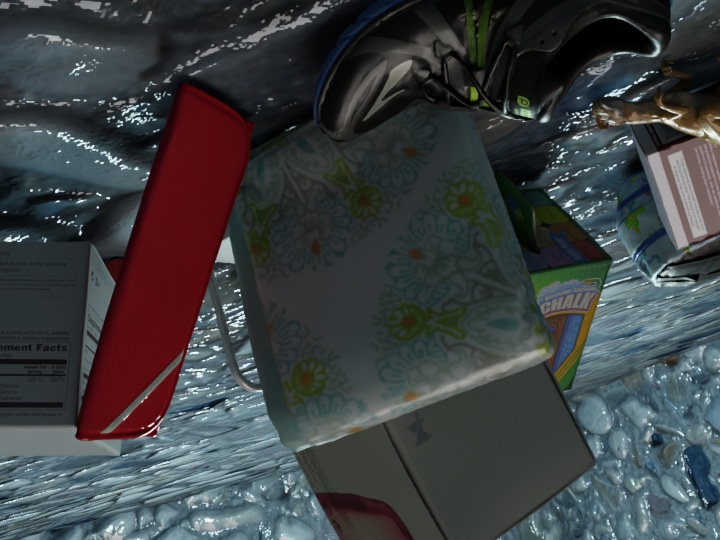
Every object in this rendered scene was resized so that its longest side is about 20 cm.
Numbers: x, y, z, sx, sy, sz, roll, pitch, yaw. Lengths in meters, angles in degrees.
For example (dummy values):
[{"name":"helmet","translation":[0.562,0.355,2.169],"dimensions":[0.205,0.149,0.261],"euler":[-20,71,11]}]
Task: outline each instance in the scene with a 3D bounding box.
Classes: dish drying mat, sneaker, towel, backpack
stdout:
[{"name":"dish drying mat","translation":[-0.109,0.000,0.515],"dimensions":[0.018,0.200,0.077],"euler":[17,178,26]},{"name":"sneaker","translation":[0.068,-0.113,0.475],"dimensions":[0.199,0.083,0.071],"euler":[-19,164,8]},{"name":"towel","translation":[0.005,-0.011,0.544],"dimensions":[0.171,0.200,0.048],"euler":[-25,157,22]},{"name":"backpack","translation":[0.349,-0.061,0.867],"dimensions":[0.200,0.154,0.163],"euler":[-41,164,4]}]

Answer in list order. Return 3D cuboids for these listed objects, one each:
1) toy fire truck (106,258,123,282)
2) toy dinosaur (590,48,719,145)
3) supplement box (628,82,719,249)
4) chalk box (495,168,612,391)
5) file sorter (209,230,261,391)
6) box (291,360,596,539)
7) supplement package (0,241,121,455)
[{"name":"toy fire truck","translation":[-0.270,0.044,0.717],"dimensions":[0.200,0.049,0.141],"euler":[-4,159,-36]},{"name":"toy dinosaur","translation":[0.273,-0.111,0.662],"dimensions":[0.200,0.060,0.106],"euler":[20,136,5]},{"name":"supplement box","translation":[0.331,-0.106,0.722],"dimensions":[0.200,0.061,0.109],"euler":[-21,126,15]},{"name":"chalk box","translation":[0.129,0.007,0.800],"dimensions":[0.124,0.125,0.200],"euler":[-9,130,-20]},{"name":"file sorter","translation":[0.000,0.000,0.686],"dimensions":[0.200,0.125,0.139],"euler":[-27,163,30]},{"name":"box","translation":[0.047,0.125,0.652],"dimensions":[0.128,0.109,0.200],"euler":[-27,180,-25]},{"name":"supplement package","translation":[-0.259,0.054,0.564],"dimensions":[0.200,0.111,0.156],"euler":[2,163,-5]}]
